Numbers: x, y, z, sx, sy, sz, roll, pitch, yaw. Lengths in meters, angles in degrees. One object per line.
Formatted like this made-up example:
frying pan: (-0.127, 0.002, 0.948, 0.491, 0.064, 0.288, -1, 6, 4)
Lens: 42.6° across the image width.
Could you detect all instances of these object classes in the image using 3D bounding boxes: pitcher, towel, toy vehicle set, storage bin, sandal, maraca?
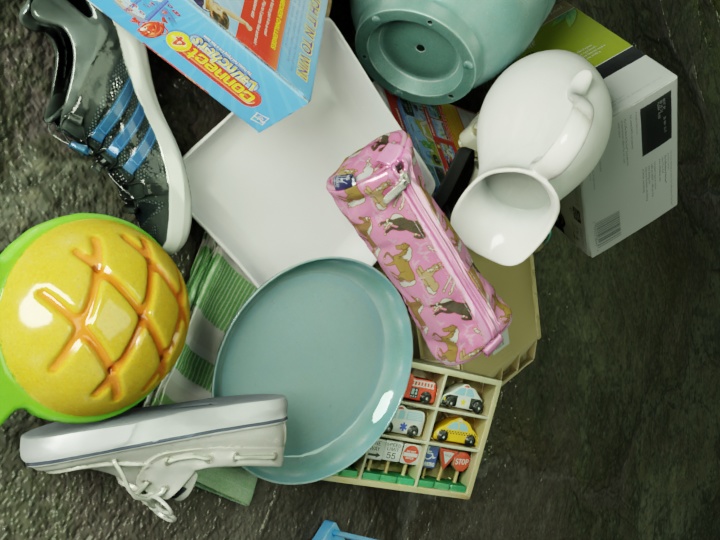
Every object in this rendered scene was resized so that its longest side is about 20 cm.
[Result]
pitcher: (0.170, -0.125, 0.829, 0.121, 0.172, 0.200, 33, 52, -6)
towel: (-0.109, 0.082, 0.780, 0.153, 0.023, 0.200, 40, 59, -48)
toy vehicle set: (0.036, 0.147, 0.890, 0.200, 0.027, 0.124, 14, 91, -28)
storage bin: (0.112, 0.034, 1.026, 0.200, 0.094, 0.199, -25, 111, -52)
sandal: (0.073, -0.023, 0.866, 0.200, 0.045, 0.075, -63, 166, -11)
maraca: (-0.190, 0.033, 0.593, 0.200, 0.107, 0.137, -12, 94, -53)

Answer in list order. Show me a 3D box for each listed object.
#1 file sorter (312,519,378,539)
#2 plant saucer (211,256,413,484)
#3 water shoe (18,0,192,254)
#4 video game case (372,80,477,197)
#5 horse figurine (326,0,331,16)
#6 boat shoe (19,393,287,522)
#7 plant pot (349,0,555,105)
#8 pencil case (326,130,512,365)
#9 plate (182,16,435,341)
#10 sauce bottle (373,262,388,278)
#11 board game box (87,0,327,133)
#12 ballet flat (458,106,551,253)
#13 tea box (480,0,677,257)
file sorter: (-0.011, 0.359, 0.839, 0.200, 0.123, 0.139, -51, 129, -40)
plant saucer: (-0.041, 0.083, 0.788, 0.200, 0.027, 0.201, -11, 110, -33)
water shoe: (-0.181, -0.101, 0.651, 0.079, 0.071, 0.200, -22, 104, -32)
video game case: (0.104, -0.121, 0.984, 0.200, 0.017, 0.143, 9, 54, -42)
horse figurine: (-0.050, -0.283, 0.830, 0.132, 0.050, 0.200, 36, 65, -42)
boat shoe: (-0.142, 0.142, 0.669, 0.202, 0.075, 0.086, -2, 89, -40)
plant pot: (0.072, -0.244, 0.870, 0.200, 0.200, 0.134, 52, 51, -41)
pencil case: (0.052, -0.016, 0.777, 0.200, 0.083, 0.087, 58, 22, -20)
plate: (-0.045, -0.075, 0.785, 0.200, 0.032, 0.200, -50, 124, -19)
sauce bottle: (0.000, 0.000, 0.892, 0.066, 0.066, 0.200, -32, 115, -49)
board game box: (-0.110, -0.235, 0.665, 0.196, 0.056, 0.200, 36, 45, -35)
ballet flat: (0.139, -0.109, 0.948, 0.075, 0.068, 0.200, 7, 58, -29)
tea box: (0.250, -0.163, 1.065, 0.134, 0.197, 0.200, -30, 138, -8)
